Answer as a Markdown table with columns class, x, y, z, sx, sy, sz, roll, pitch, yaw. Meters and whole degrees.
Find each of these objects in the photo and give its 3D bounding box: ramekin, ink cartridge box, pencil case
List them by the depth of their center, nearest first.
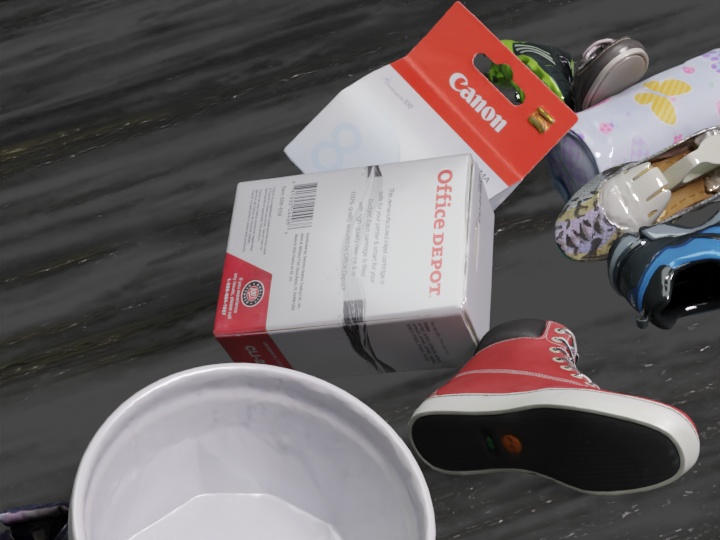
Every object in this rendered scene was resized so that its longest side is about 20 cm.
| class | x | y | z | sx | sy | sz | roll | pitch | yaw |
| --- | --- | --- | --- | --- | --- | --- | --- | --- | --- |
| ramekin | -0.065 | 0.162 | 0.798 | 0.198 | 0.106 | 0.201 | 8 | 46 | -8 |
| ink cartridge box | 0.000 | 0.000 | 1.102 | 0.198 | 0.084 | 0.145 | -6 | 56 | 19 |
| ink cartridge box | 0.057 | -0.111 | 1.194 | 0.200 | 0.047 | 0.160 | -45 | 69 | 7 |
| pencil case | 0.258 | -0.122 | 1.250 | 0.199 | 0.091 | 0.083 | -27 | 55 | -19 |

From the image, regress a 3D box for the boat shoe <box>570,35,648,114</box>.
| class | x | y | z | sx | sy | sz | roll | pitch | yaw |
| --- | --- | --- | --- | --- | --- | --- | --- | --- | --- |
| boat shoe | 0.214 | -0.173 | 1.280 | 0.066 | 0.057 | 0.200 | -30 | -13 | -1 |

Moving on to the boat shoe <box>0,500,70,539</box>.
| class | x | y | z | sx | sy | sz | roll | pitch | yaw |
| --- | --- | --- | --- | --- | --- | --- | --- | --- | --- |
| boat shoe | -0.143 | 0.193 | 0.862 | 0.198 | 0.093 | 0.075 | -3 | 29 | 21 |

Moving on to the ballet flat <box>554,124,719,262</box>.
| class | x | y | z | sx | sy | sz | roll | pitch | yaw |
| --- | --- | --- | --- | --- | --- | --- | --- | --- | --- |
| ballet flat | 0.246 | -0.071 | 1.163 | 0.199 | 0.073 | 0.072 | -25 | 29 | -20 |

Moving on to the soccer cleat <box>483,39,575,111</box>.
| class | x | y | z | sx | sy | sz | roll | pitch | yaw |
| --- | --- | --- | --- | --- | --- | --- | --- | --- | --- |
| soccer cleat | 0.188 | -0.198 | 1.452 | 0.080 | 0.068 | 0.200 | -9 | 25 | -11 |

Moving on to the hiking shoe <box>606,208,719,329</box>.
| class | x | y | z | sx | sy | sz | roll | pitch | yaw |
| --- | --- | --- | --- | --- | --- | --- | --- | --- | --- |
| hiking shoe | 0.287 | -0.011 | 1.057 | 0.199 | 0.075 | 0.087 | -25 | 35 | 3 |

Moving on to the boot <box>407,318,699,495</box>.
| class | x | y | z | sx | sy | sz | roll | pitch | yaw |
| --- | --- | --- | --- | --- | --- | --- | --- | --- | --- |
| boot | 0.147 | 0.078 | 0.955 | 0.199 | 0.073 | 0.144 | 1 | 30 | 36 |
